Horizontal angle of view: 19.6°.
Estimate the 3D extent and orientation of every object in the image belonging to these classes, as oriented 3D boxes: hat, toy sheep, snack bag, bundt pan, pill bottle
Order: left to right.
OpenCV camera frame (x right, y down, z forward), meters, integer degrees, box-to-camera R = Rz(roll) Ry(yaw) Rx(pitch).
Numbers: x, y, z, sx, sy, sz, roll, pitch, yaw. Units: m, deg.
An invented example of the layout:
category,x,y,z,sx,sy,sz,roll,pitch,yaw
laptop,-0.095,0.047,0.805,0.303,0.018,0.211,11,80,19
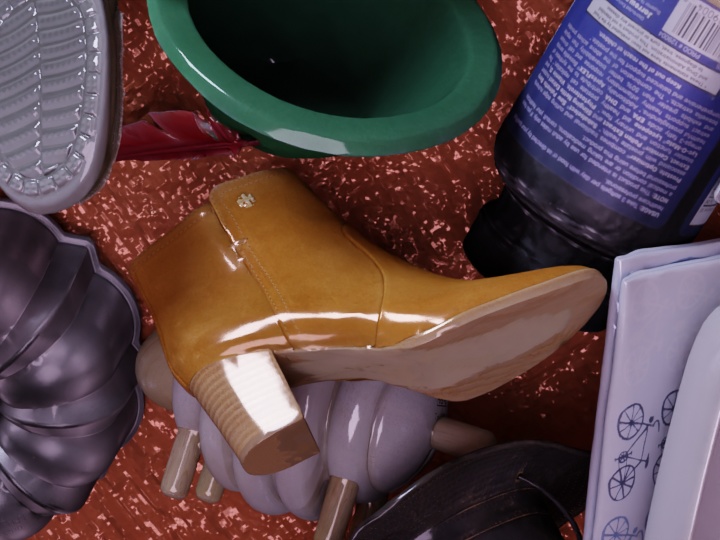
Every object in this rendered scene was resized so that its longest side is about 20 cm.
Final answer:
category,x,y,z,sx,sy,sz,roll,pitch,yaw
bundt pan,-0.213,0.063,1.094,0.202,0.076,0.202,0,115,0
hat,-0.042,-0.068,1.046,0.200,0.166,0.176,43,140,23
toy sheep,-0.025,0.068,1.061,0.200,0.138,0.138,16,111,18
hat,0.057,0.166,1.056,0.201,0.201,0.081,-36,66,15
pill bottle,0.134,-0.074,1.012,0.112,0.112,0.200,28,109,-6
snack bag,0.196,0.069,1.046,0.200,0.021,0.189,-9,114,-33

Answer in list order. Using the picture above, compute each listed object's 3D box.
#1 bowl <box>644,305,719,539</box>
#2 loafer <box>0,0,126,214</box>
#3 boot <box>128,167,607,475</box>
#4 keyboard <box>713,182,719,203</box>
category,x,y,z,sx,sy,sz,roll,pitch,yaw
bowl,0.223,0.100,1.006,0.200,0.075,0.200,3,105,-27
loafer,-0.138,-0.114,0.978,0.075,0.070,0.200,-14,65,19
boot,0.000,0.001,0.987,0.201,0.144,0.071,-23,146,-9
keyboard,0.256,-0.030,1.024,0.200,0.011,0.056,19,112,-34
